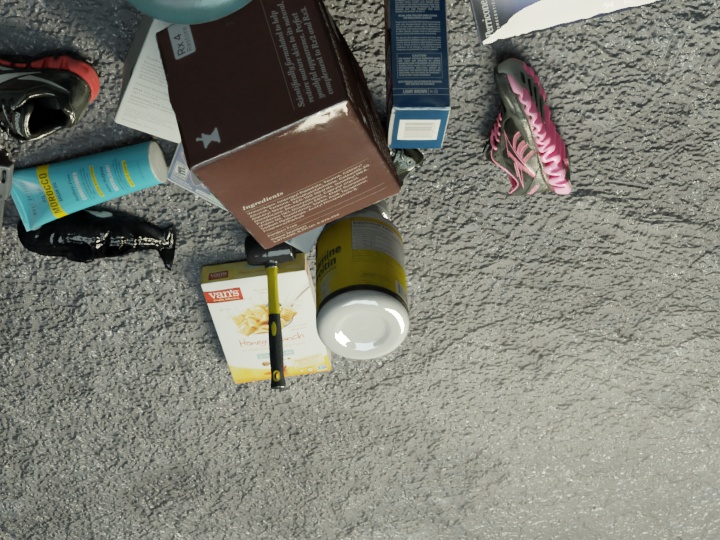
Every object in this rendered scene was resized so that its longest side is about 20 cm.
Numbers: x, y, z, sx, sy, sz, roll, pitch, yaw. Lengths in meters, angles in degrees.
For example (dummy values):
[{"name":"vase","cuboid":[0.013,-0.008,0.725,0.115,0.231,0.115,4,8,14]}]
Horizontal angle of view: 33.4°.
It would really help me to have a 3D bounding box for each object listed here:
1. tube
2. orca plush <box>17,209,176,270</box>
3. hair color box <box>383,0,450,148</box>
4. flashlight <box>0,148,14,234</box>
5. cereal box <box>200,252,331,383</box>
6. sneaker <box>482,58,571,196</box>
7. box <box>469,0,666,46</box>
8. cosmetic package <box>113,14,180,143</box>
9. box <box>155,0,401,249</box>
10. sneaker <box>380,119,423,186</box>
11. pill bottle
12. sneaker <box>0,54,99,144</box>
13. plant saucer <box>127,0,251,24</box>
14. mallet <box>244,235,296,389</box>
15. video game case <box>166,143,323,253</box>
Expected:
[{"name":"tube","cuboid":[-0.332,-0.107,1.448,0.198,0.050,0.078,-14,104,15]},{"name":"orca plush","cuboid":[-0.333,-0.024,1.508,0.198,0.072,0.106,16,132,-17]},{"name":"hair color box","cuboid":[0.055,-0.236,1.217,0.060,0.203,0.100,0,163,-2]},{"name":"flashlight","cuboid":[-0.471,-0.065,1.472,0.067,0.068,0.201,-9,136,-30]},{"name":"cereal box","cuboid":[-0.125,0.068,1.628,0.142,0.040,0.201,-8,134,5]},{"name":"sneaker","cuboid":[0.182,-0.158,1.409,0.094,0.080,0.201,-10,134,23]},{"name":"box","cuboid":[0.188,-0.352,1.180,0.196,0.124,0.201,-12,133,11]},{"name":"cosmetic package","cuboid":[-0.191,-0.250,1.269,0.080,0.114,0.201,15,130,-18]},{"name":"box","cuboid":[-0.077,-0.154,1.193,0.163,0.168,0.200,-21,155,9]},{"name":"sneaker","cuboid":[0.007,-0.164,1.390,0.113,0.077,0.201,-16,131,3]},{"name":"pill bottle","cuboid":[0.000,0.000,1.456,0.110,0.201,0.113,-1,135,-1]},{"name":"sneaker","cuboid":[-0.393,-0.188,1.329,0.197,0.099,0.071,-2,137,1]},{"name":"plant saucer","cuboid":[-0.160,-0.335,1.140,0.198,0.203,0.027,-14,170,11]},{"name":"mallet","cuboid":[-0.119,0.048,1.518,0.065,0.203,0.041,1,167,9]},{"name":"video game case","cuboid":[-0.117,-0.119,1.399,0.198,0.023,0.183,28,141,-4]}]
